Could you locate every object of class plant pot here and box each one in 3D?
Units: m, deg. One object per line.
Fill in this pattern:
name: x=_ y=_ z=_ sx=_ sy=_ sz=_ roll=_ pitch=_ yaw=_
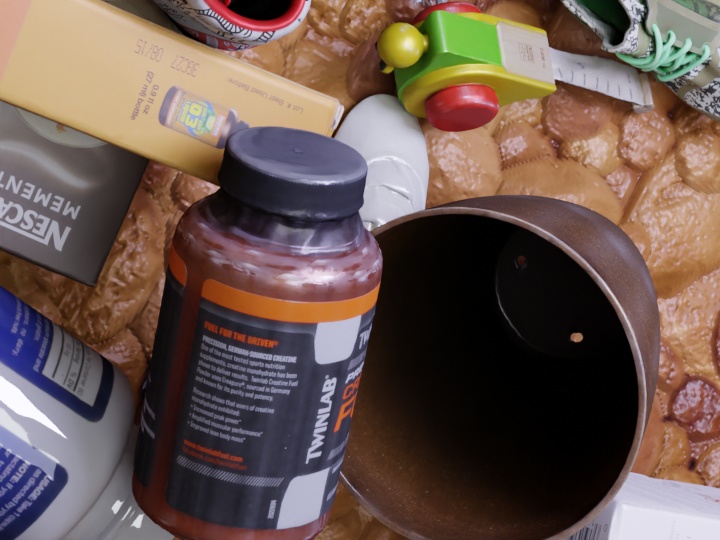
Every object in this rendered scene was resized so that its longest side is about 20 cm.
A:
plant pot: x=0.088 y=0.034 z=1.333 sx=0.187 sy=0.200 sz=0.187 roll=5 pitch=106 yaw=19

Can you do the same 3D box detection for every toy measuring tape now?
toy measuring tape: x=0.080 y=-0.109 z=1.399 sx=0.200 sy=0.074 sz=0.074 roll=10 pitch=94 yaw=-42

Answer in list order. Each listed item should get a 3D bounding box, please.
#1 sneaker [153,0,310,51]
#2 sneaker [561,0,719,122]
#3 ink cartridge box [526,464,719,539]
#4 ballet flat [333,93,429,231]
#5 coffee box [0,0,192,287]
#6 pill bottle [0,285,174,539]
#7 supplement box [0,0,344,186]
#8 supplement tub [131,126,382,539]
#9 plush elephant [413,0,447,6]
sneaker: x=-0.110 y=-0.182 z=1.201 sx=0.201 sy=0.108 sz=0.067 roll=39 pitch=80 yaw=-21
sneaker: x=0.161 y=-0.137 z=1.393 sx=0.200 sy=0.077 sz=0.089 roll=41 pitch=44 yaw=-14
ink cartridge box: x=0.178 y=0.148 z=1.395 sx=0.200 sy=0.161 sz=0.050 roll=14 pitch=91 yaw=-29
ballet flat: x=0.000 y=0.000 z=1.374 sx=0.069 sy=0.069 sz=0.200 roll=19 pitch=90 yaw=-21
coffee box: x=-0.158 y=-0.106 z=1.293 sx=0.114 sy=0.080 sz=0.200 roll=23 pitch=88 yaw=-22
pill bottle: x=-0.189 y=0.081 z=1.286 sx=0.200 sy=0.120 sz=0.120 roll=37 pitch=84 yaw=-20
supplement box: x=-0.113 y=-0.093 z=1.234 sx=0.200 sy=0.069 sz=0.067 roll=22 pitch=90 yaw=-25
supplement tub: x=-0.049 y=0.033 z=1.212 sx=0.107 sy=0.107 sz=0.200 roll=3 pitch=114 yaw=-20
plush elephant: x=0.048 y=-0.238 z=1.310 sx=0.164 sy=0.155 sz=0.200 roll=-10 pitch=100 yaw=-19
